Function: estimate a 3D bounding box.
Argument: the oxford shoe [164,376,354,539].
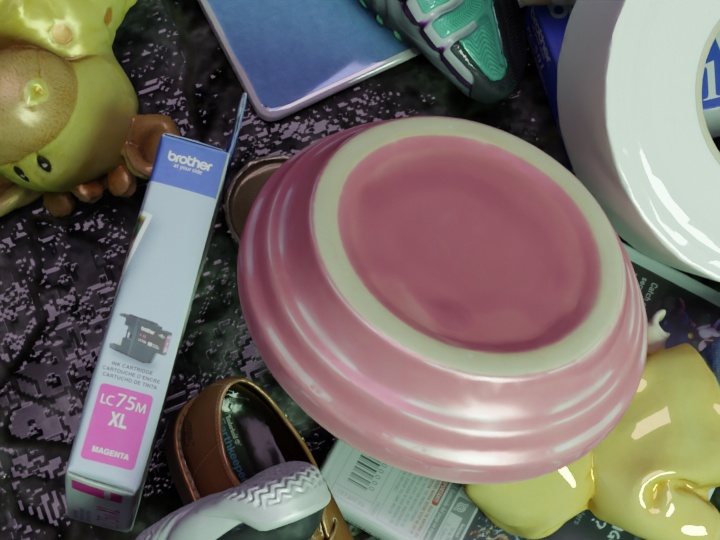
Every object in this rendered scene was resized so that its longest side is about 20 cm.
[{"bbox_3d":[-0.029,0.142,0.770,0.071,0.071,0.201,-27,81,-31],"label":"oxford shoe"}]

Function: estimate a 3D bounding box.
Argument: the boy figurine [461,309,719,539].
[{"bbox_3d":[0.146,0.084,0.784,0.198,0.065,0.125,-21,68,-8],"label":"boy figurine"}]

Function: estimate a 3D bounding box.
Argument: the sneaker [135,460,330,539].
[{"bbox_3d":[-0.065,0.168,0.727,0.075,0.200,0.115,-18,76,-52],"label":"sneaker"}]

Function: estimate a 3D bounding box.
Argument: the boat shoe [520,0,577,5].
[{"bbox_3d":[0.110,-0.224,0.900,0.064,0.072,0.202,-7,53,11],"label":"boat shoe"}]

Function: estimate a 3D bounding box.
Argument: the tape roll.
[{"bbox_3d":[0.202,-0.093,0.814,0.200,0.071,0.205,-2,98,-13],"label":"tape roll"}]

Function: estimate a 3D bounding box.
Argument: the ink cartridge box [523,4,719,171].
[{"bbox_3d":[0.198,-0.125,0.894,0.198,0.044,0.095,-14,69,-6],"label":"ink cartridge box"}]

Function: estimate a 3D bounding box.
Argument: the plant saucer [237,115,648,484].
[{"bbox_3d":[0.044,0.000,0.747,0.198,0.051,0.202,10,50,-12],"label":"plant saucer"}]

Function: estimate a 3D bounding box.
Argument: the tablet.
[{"bbox_3d":[0.006,-0.176,0.924,0.199,0.014,0.131,-26,73,-9],"label":"tablet"}]

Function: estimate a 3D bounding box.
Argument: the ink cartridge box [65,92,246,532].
[{"bbox_3d":[-0.101,0.019,0.793,0.042,0.119,0.202,17,70,-4],"label":"ink cartridge box"}]

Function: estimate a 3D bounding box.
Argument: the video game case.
[{"bbox_3d":[0.098,0.073,0.833,0.181,0.023,0.201,28,71,9],"label":"video game case"}]

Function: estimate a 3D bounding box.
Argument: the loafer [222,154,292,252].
[{"bbox_3d":[0.000,0.000,0.817,0.076,0.068,0.200,-43,62,-13],"label":"loafer"}]

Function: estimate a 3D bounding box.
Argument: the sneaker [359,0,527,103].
[{"bbox_3d":[0.012,-0.172,0.892,0.074,0.087,0.201,-38,96,-41],"label":"sneaker"}]

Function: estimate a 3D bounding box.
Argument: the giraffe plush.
[{"bbox_3d":[-0.173,-0.114,0.841,0.198,0.172,0.164,2,78,-34],"label":"giraffe plush"}]
